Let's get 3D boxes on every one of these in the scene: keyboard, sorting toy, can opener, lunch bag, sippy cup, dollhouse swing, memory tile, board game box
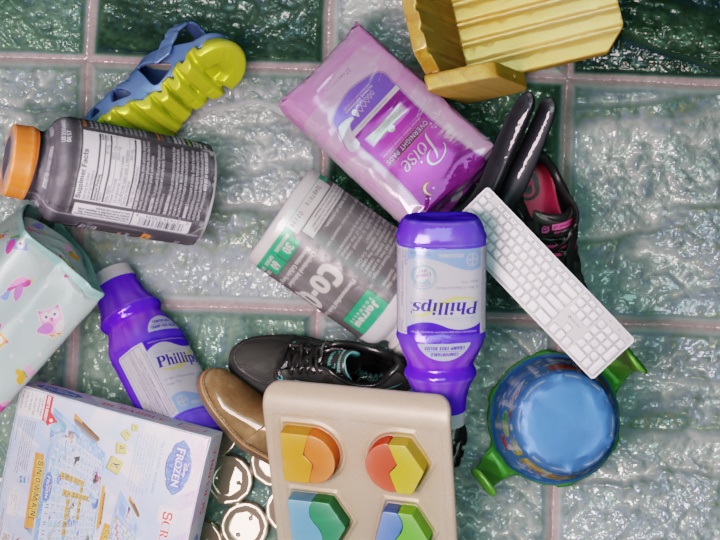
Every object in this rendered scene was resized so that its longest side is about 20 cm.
[{"bbox_3d":[0.169,0.012,1.452,0.056,0.011,0.200,-44,85,8],"label":"keyboard"},{"bbox_3d":[-0.001,0.207,1.454,0.185,0.036,0.201,4,111,18],"label":"sorting toy"},{"bbox_3d":[0.138,-0.080,1.499,0.079,0.063,0.200,38,109,44],"label":"can opener"},{"bbox_3d":[-0.347,0.028,1.504,0.122,0.200,0.170,41,91,-22],"label":"lunch bag"},{"bbox_3d":[0.194,0.147,1.507,0.139,0.130,0.178,16,87,3],"label":"sippy cup"},{"bbox_3d":[0.147,-0.287,1.524,0.175,0.182,0.201,-13,85,21],"label":"dollhouse swing"},{"bbox_3d":[-0.110,0.204,1.567,0.200,0.017,0.154,-20,86,1],"label":"memory tile"},{"bbox_3d":[-0.249,0.227,1.480,0.199,0.041,0.201,15,96,12],"label":"board game box"}]

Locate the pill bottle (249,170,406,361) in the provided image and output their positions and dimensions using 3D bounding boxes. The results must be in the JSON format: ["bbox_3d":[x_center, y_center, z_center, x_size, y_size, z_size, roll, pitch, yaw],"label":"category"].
[{"bbox_3d":[0.000,0.000,1.524,0.200,0.113,0.113,34,88,-4],"label":"pill bottle"}]

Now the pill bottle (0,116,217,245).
[{"bbox_3d":[-0.250,-0.091,1.513,0.199,0.106,0.107,10,86,-20],"label":"pill bottle"}]

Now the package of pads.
[{"bbox_3d":[0.027,-0.140,1.548,0.200,0.076,0.121,43,90,10],"label":"package of pads"}]

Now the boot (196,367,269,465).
[{"bbox_3d":[-0.072,0.155,1.514,0.200,0.074,0.075,41,123,-3],"label":"boot"}]

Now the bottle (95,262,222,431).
[{"bbox_3d":[-0.208,0.087,1.542,0.065,0.083,0.200,-38,72,27],"label":"bottle"}]

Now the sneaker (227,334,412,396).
[{"bbox_3d":[-0.038,0.091,1.527,0.199,0.079,0.076,7,65,12],"label":"sneaker"}]

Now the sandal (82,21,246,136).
[{"bbox_3d":[-0.209,-0.184,1.574,0.200,0.080,0.087,-34,49,6],"label":"sandal"}]

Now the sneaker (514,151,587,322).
[{"bbox_3d":[0.184,-0.029,1.539,0.077,0.084,0.201,-17,86,-6],"label":"sneaker"}]

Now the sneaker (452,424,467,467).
[{"bbox_3d":[0.032,0.231,1.540,0.090,0.078,0.200,22,85,17],"label":"sneaker"}]

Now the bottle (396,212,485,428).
[{"bbox_3d":[0.075,0.047,1.439,0.083,0.065,0.201,0,102,-2],"label":"bottle"}]
